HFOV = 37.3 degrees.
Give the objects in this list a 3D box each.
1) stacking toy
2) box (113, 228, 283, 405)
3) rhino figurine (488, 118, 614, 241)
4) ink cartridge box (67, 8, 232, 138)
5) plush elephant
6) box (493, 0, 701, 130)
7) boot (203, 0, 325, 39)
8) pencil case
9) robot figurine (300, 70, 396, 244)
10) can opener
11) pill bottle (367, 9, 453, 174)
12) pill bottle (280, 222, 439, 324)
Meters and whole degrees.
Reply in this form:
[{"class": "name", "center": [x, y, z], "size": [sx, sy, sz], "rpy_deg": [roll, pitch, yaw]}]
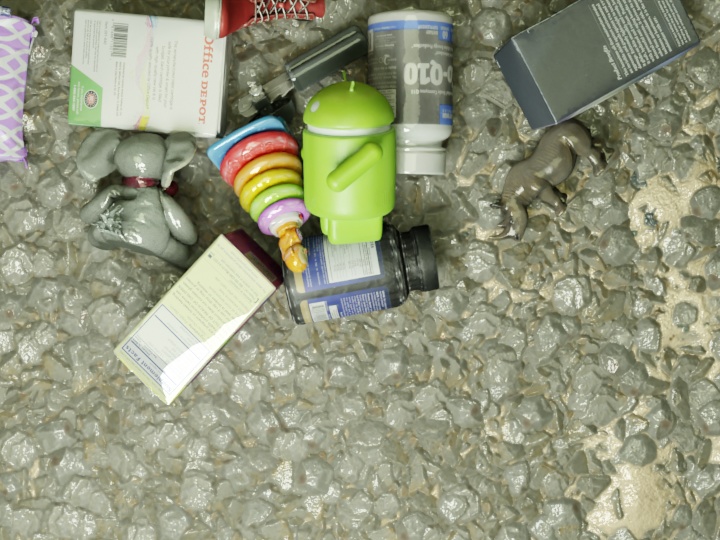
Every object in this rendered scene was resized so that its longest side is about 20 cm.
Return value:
[{"class": "stacking toy", "center": [-0.107, -0.085, 1.354], "size": [0.109, 0.116, 0.202], "rpy_deg": [-25, 65, 5]}, {"class": "box", "center": [-0.198, 0.054, 1.370], "size": [0.097, 0.176, 0.200], "rpy_deg": [44, 93, -2]}, {"class": "rhino figurine", "center": [0.240, -0.115, 1.410], "size": [0.087, 0.060, 0.200], "rpy_deg": [44, 95, -6]}, {"class": "ink cartridge box", "center": [-0.271, -0.254, 1.394], "size": [0.196, 0.084, 0.147], "rpy_deg": [5, 95, 0]}, {"class": "plush elephant", "center": [-0.280, -0.105, 1.371], "size": [0.162, 0.200, 0.157], "rpy_deg": [13, 80, 7]}, {"class": "box", "center": [0.285, -0.274, 1.328], "size": [0.196, 0.200, 0.125], "rpy_deg": [-28, 94, 4]}, {"class": "boot", "center": [-0.118, -0.332, 1.334], "size": [0.142, 0.201, 0.073], "rpy_deg": [13, 121, -1]}, {"class": "pencil case", "center": [-0.473, -0.241, 1.403], "size": [0.084, 0.084, 0.204], "rpy_deg": [5, 96, -23]}, {"class": "robot figurine", "center": [-0.013, -0.138, 1.308], "size": [0.114, 0.176, 0.203], "rpy_deg": [-4, 109, -11]}, {"class": "can opener", "center": [-0.075, -0.253, 1.415], "size": [0.198, 0.053, 0.067], "rpy_deg": [-33, 128, 5]}, {"class": "pill bottle", "center": [0.064, -0.226, 1.376], "size": [0.112, 0.114, 0.204], "rpy_deg": [0, 95, 1]}, {"class": "pill bottle", "center": [0.000, 0.000, 1.396], "size": [0.197, 0.112, 0.114], "rpy_deg": [-10, 94, 1]}]
